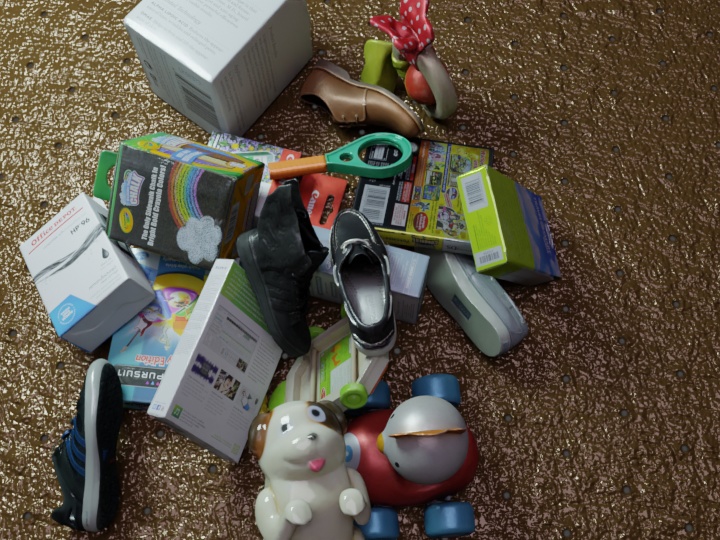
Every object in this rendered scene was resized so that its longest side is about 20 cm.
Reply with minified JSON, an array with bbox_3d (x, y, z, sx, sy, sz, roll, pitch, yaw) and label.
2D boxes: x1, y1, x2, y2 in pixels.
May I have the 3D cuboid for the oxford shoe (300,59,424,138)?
[{"bbox_3d":[0.001,-0.225,1.218,0.198,0.072,0.072,28,74,24],"label":"oxford shoe"}]

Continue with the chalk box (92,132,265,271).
[{"bbox_3d":[-0.240,-0.097,1.092,0.196,0.124,0.127,18,107,7],"label":"chalk box"}]

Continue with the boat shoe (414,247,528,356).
[{"bbox_3d":[0.144,0.020,1.121,0.071,0.071,0.202,-19,62,-32],"label":"boat shoe"}]

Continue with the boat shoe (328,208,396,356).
[{"bbox_3d":[0.000,0.000,1.009,0.072,0.061,0.203,-9,56,1],"label":"boat shoe"}]

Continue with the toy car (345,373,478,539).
[{"bbox_3d":[0.054,0.198,0.972,0.173,0.201,0.188,-4,67,0],"label":"toy car"}]

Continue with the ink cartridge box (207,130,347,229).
[{"bbox_3d":[-0.125,-0.113,1.181,0.196,0.051,0.111,15,69,8],"label":"ink cartridge box"}]

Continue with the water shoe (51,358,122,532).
[{"bbox_3d":[-0.333,0.207,1.022,0.077,0.071,0.205,1,87,11],"label":"water shoe"}]

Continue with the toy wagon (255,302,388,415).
[{"bbox_3d":[-0.048,0.128,1.052,0.199,0.039,0.157,-36,31,25],"label":"toy wagon"}]

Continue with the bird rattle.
[{"bbox_3d":[0.084,-0.286,1.180,0.112,0.200,0.164,-39,96,-13],"label":"bird rattle"}]

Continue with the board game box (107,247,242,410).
[{"bbox_3d":[-0.238,0.078,1.109,0.147,0.047,0.204,4,68,3],"label":"board game box"}]

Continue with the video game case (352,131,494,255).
[{"bbox_3d":[0.086,-0.106,1.151,0.176,0.026,0.202,8,46,5],"label":"video game case"}]

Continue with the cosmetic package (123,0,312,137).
[{"bbox_3d":[-0.190,-0.325,1.207,0.164,0.166,0.201,34,71,14],"label":"cosmetic package"}]

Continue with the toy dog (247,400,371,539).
[{"bbox_3d":[-0.053,0.243,0.941,0.136,0.194,0.205,-7,101,-8],"label":"toy dog"}]

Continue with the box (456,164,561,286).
[{"bbox_3d":[0.191,-0.051,1.088,0.047,0.199,0.125,-18,75,28],"label":"box"}]

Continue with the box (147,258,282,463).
[{"bbox_3d":[-0.161,0.109,1.037,0.036,0.144,0.203,6,63,36],"label":"box"}]

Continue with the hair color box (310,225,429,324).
[{"bbox_3d":[-0.014,0.002,1.107,0.196,0.099,0.062,14,68,7],"label":"hair color box"}]

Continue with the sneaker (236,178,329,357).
[{"bbox_3d":[-0.079,0.001,1.028,0.103,0.060,0.203,-20,101,22],"label":"sneaker"}]

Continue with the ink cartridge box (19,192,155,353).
[{"bbox_3d":[-0.360,-0.013,1.106,0.115,0.068,0.201,-38,59,2],"label":"ink cartridge box"}]

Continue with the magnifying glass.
[{"bbox_3d":[-0.026,-0.148,1.156,0.195,0.023,0.080,-10,45,-5],"label":"magnifying glass"}]
